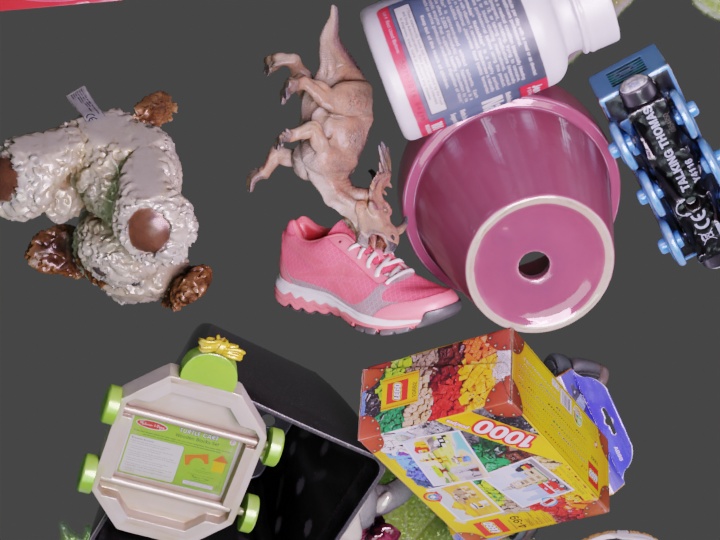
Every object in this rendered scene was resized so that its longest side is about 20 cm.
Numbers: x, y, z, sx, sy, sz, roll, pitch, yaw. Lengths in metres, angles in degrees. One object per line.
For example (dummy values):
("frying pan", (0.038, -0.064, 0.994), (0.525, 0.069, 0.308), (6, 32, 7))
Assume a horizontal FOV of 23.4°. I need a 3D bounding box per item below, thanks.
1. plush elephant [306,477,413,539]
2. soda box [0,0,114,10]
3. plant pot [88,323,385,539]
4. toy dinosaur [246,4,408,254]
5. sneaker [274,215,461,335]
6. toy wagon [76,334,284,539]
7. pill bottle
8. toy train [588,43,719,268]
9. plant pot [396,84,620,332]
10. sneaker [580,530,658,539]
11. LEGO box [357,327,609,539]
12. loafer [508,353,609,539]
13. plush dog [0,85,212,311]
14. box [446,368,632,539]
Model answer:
("plush elephant", (0.004, 0.249, 1.643), (0.198, 0.164, 0.157), (-4, 100, -28))
("soda box", (-0.289, -0.251, 1.411), (0.197, 0.070, 0.064), (-5, 117, -4))
("plant pot", (-0.114, 0.166, 1.581), (0.198, 0.178, 0.201), (26, 112, -17))
("toy dinosaur", (-0.017, -0.122, 1.502), (0.134, 0.086, 0.203), (6, 93, -22))
("sneaker", (0.000, 0.000, 1.523), (0.199, 0.073, 0.088), (12, 111, 37))
("toy wagon", (-0.142, 0.137, 1.443), (0.154, 0.040, 0.202), (16, 113, -14))
("pill bottle", (0.110, -0.198, 1.455), (0.198, 0.120, 0.120), (-21, 117, 5))
("toy train", (0.274, -0.096, 1.528), (0.086, 0.115, 0.201), (-27, 116, 11))
("plant pot", (0.139, -0.044, 1.503), (0.197, 0.179, 0.202), (-3, 117, -6))
("sneaker", (0.218, 0.321, 1.747), (0.198, 0.088, 0.076), (-11, 116, -2))
("LEGO box", (0.111, 0.148, 1.519), (0.148, 0.078, 0.200), (-17, 138, 27))
("loafer", (0.191, 0.177, 1.683), (0.062, 0.072, 0.202), (6, 114, -16))
("plush dog", (-0.207, -0.047, 1.506), (0.198, 0.161, 0.173), (17, 133, 16))
("box", (0.155, 0.177, 1.632), (0.199, 0.041, 0.120), (-27, 86, 30))
